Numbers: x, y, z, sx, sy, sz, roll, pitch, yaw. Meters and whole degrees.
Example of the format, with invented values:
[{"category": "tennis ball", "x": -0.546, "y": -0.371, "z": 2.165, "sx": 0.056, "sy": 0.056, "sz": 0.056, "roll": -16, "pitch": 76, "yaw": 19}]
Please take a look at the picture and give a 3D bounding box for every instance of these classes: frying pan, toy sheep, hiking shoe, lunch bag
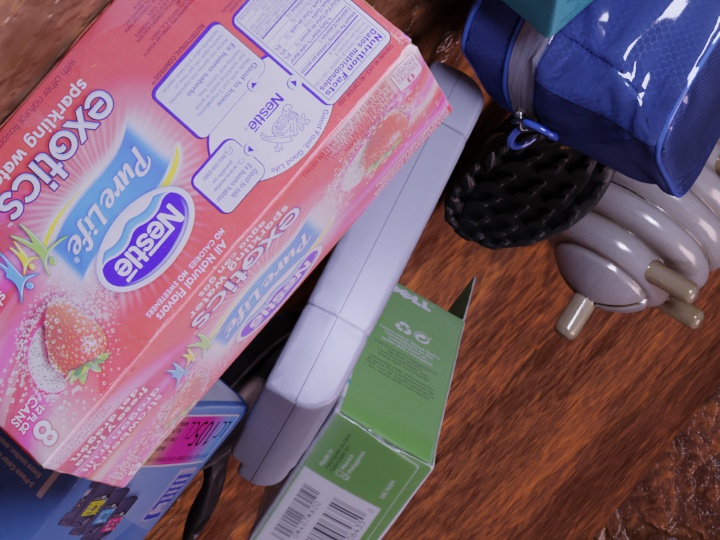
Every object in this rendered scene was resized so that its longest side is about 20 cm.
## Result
[{"category": "frying pan", "x": -0.064, "y": 0.080, "z": 1.136, "sx": 0.115, "sy": 0.031, "sz": 0.190, "roll": -42, "pitch": 166, "yaw": -22}, {"category": "toy sheep", "x": 0.196, "y": -0.035, "z": 1.366, "sx": 0.200, "sy": 0.138, "sz": 0.138, "roll": -53, "pitch": 165, "yaw": -14}, {"category": "hiking shoe", "x": 0.128, "y": -0.090, "z": 1.172, "sx": 0.200, "sy": 0.074, "sz": 0.087, "roll": -43, "pitch": -166, "yaw": 30}, {"category": "lunch bag", "x": 0.133, "y": -0.139, "z": 0.968, "sx": 0.200, "sy": 0.132, "sz": 0.136, "roll": -57, "pitch": 162, "yaw": -3}]

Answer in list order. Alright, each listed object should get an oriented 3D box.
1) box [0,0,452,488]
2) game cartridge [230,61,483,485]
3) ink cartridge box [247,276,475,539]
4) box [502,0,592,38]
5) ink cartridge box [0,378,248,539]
[{"category": "box", "x": -0.071, "y": -0.027, "z": 0.749, "sx": 0.200, "sy": 0.103, "sz": 0.095, "roll": -50, "pitch": 164, "yaw": 0}, {"category": "game cartridge", "x": 0.000, "y": 0.000, "z": 0.979, "sx": 0.200, "sy": 0.041, "sz": 0.133, "roll": -63, "pitch": -175, "yaw": -27}, {"category": "ink cartridge box", "x": 0.003, "y": 0.073, "z": 1.098, "sx": 0.104, "sy": 0.059, "sz": 0.200, "roll": -56, "pitch": -172, "yaw": 30}, {"category": "box", "x": 0.072, "y": -0.181, "z": 0.805, "sx": 0.049, "sy": 0.082, "sz": 0.200, "roll": -43, "pitch": 162, "yaw": -17}, {"category": "ink cartridge box", "x": -0.157, "y": 0.113, "z": 0.896, "sx": 0.200, "sy": 0.076, "sz": 0.136, "roll": -50, "pitch": 164, "yaw": 9}]
